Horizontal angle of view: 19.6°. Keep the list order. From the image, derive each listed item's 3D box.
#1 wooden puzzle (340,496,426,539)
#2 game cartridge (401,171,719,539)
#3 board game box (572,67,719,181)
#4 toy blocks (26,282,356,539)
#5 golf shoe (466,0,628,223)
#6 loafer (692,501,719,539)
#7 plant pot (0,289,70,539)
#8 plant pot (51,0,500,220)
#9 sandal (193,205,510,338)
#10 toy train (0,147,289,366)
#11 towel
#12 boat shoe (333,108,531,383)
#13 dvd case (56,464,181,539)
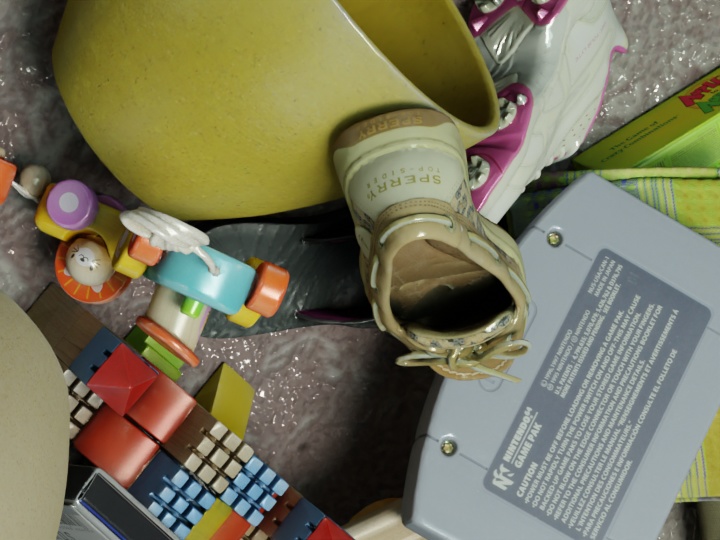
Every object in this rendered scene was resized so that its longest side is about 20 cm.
[{"bbox_3d":[0.060,0.162,1.113,0.184,0.046,0.201,-23,135,-16],"label":"wooden puzzle"},{"bbox_3d":[0.106,0.060,1.028,0.133,0.042,0.201,29,75,0],"label":"game cartridge"},{"bbox_3d":[0.222,-0.063,1.149,0.199,0.048,0.102,-31,117,-16],"label":"board game box"},{"bbox_3d":[-0.088,0.086,0.983,0.100,0.137,0.200,-50,119,-6],"label":"toy blocks"},{"bbox_3d":[0.080,-0.071,1.043,0.092,0.075,0.201,44,66,-41],"label":"golf shoe"},{"bbox_3d":[0.207,0.100,1.184,0.069,0.075,0.202,5,98,-16],"label":"loafer"},{"bbox_3d":[-0.197,0.071,0.857,0.135,0.199,0.201,-49,123,-35],"label":"plant pot"},{"bbox_3d":[-0.052,-0.103,0.934,0.142,0.201,0.200,-36,122,18],"label":"plant pot"},{"bbox_3d":[-0.001,0.001,1.051,0.199,0.048,0.076,-12,111,-28],"label":"sandal"},{"bbox_3d":[-0.129,-0.013,0.916,0.150,0.199,0.056,25,88,-54],"label":"toy train"},{"bbox_3d":[0.154,0.040,1.105,0.143,0.023,0.201,-1,117,13],"label":"towel"},{"bbox_3d":[0.033,0.007,0.910,0.073,0.063,0.200,-17,149,9],"label":"boat shoe"},{"bbox_3d":[-0.105,0.156,0.988,0.200,0.150,0.025,48,60,-29],"label":"dvd case"}]
